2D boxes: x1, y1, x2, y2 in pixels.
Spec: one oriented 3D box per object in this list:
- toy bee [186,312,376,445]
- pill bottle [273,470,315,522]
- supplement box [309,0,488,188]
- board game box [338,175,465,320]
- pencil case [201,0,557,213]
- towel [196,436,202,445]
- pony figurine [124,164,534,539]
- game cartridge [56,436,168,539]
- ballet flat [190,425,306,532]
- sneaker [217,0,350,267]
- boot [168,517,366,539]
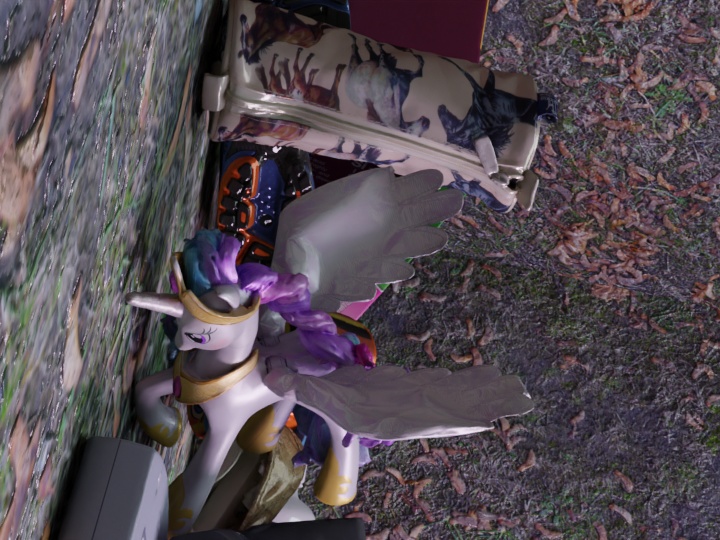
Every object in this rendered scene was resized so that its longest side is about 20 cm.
[{"bbox_3d":[-0.080,0.077,0.930,0.131,0.199,0.109,47,14,-48],"label":"toy bee"},{"bbox_3d":[-0.100,0.247,1.163,0.113,0.111,0.202,103,-1,-77],"label":"pill bottle"},{"bbox_3d":[-0.001,-0.138,0.985,0.200,0.102,0.132,132,-24,-54],"label":"supplement box"},{"bbox_3d":[0.000,0.000,1.005,0.153,0.040,0.200,-48,179,-45],"label":"board game box"},{"bbox_3d":[0.007,-0.090,0.799,0.090,0.198,0.079,-110,-144,-64],"label":"pencil case"},{"bbox_3d":[-0.100,0.028,1.112,0.200,0.034,0.194,108,-4,-71],"label":"towel"},{"bbox_3d":[-0.029,0.050,0.738,0.201,0.191,0.168,103,-28,-48],"label":"pony figurine"},{"bbox_3d":[-0.120,0.163,0.670,0.201,0.041,0.134,102,-4,-58],"label":"game cartridge"},{"bbox_3d":[-0.102,0.161,0.819,0.201,0.070,0.066,-60,141,-29],"label":"ballet flat"},{"bbox_3d":[-0.056,-0.103,0.875,0.079,0.074,0.202,-113,-146,-61],"label":"sneaker"},{"bbox_3d":[-0.053,0.216,0.776,0.200,0.065,0.167,25,76,-73],"label":"boot"}]
